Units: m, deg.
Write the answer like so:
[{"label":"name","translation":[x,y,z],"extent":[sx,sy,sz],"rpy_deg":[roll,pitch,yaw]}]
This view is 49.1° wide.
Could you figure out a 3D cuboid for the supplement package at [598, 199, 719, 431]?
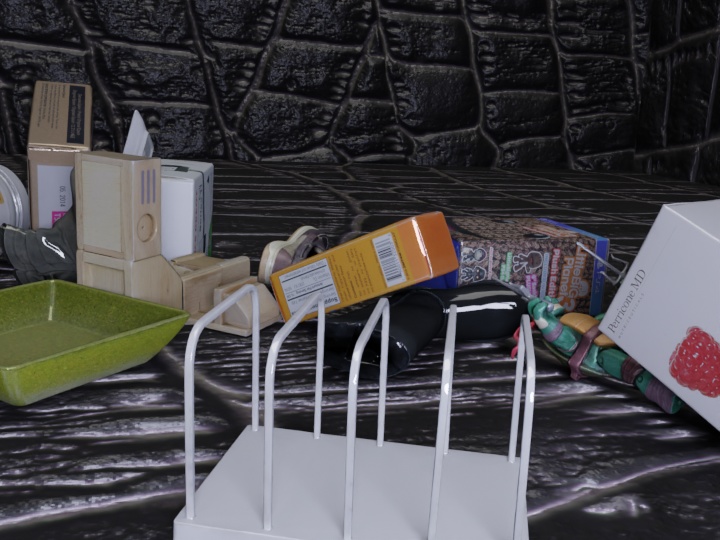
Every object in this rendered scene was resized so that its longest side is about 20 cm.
[{"label":"supplement package","translation":[0.304,0.049,0.583],"extent":[0.119,0.122,0.200],"rpy_deg":[-7,38,-37]}]

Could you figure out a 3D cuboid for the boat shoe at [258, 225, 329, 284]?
[{"label":"boat shoe","translation":[-0.074,-0.013,1.054],"extent":[0.064,0.073,0.200],"rpy_deg":[19,12,12]}]

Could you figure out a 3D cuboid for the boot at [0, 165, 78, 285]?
[{"label":"boot","translation":[-0.344,-0.039,0.885],"extent":[0.129,0.201,0.068],"rpy_deg":[3,48,-6]}]

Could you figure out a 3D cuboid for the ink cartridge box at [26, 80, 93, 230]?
[{"label":"ink cartridge box","translation":[-0.381,-0.113,1.008],"extent":[0.074,0.201,0.165],"rpy_deg":[0,40,-20]}]

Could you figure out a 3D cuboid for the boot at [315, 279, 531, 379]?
[{"label":"boot","translation":[0.069,0.053,0.765],"extent":[0.163,0.066,0.200],"rpy_deg":[-5,2,25]}]

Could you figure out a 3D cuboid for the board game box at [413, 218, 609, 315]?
[{"label":"board game box","translation":[0.184,-0.006,1.002],"extent":[0.198,0.098,0.159],"rpy_deg":[-1,13,-17]}]

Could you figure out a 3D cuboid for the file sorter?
[{"label":"file sorter","translation":[0.006,0.088,0.480],"extent":[0.198,0.126,0.139],"rpy_deg":[5,13,9]}]

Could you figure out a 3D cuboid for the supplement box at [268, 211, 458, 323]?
[{"label":"supplement box","translation":[0.000,0.000,0.837],"extent":[0.199,0.070,0.066],"rpy_deg":[-18,-1,34]}]

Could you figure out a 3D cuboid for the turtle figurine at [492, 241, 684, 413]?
[{"label":"turtle figurine","translation":[0.224,0.056,0.736],"extent":[0.149,0.102,0.199],"rpy_deg":[-26,43,-36]}]

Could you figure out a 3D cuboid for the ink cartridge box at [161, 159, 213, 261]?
[{"label":"ink cartridge box","translation":[-0.251,-0.066,1.060],"extent":[0.082,0.148,0.200],"rpy_deg":[4,13,-4]}]

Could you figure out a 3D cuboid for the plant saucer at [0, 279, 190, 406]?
[{"label":"plant saucer","translation":[-0.288,0.062,0.701],"extent":[0.198,0.048,0.199],"rpy_deg":[11,15,29]}]

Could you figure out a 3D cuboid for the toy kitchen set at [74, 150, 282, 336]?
[{"label":"toy kitchen set","translation":[-0.174,-0.034,0.854],"extent":[0.162,0.183,0.200],"rpy_deg":[10,16,26]}]

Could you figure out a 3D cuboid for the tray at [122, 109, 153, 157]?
[{"label":"tray","translation":[-0.303,-0.097,1.029],"extent":[0.022,0.202,0.107],"rpy_deg":[14,-10,-8]}]

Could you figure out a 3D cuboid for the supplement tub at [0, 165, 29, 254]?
[{"label":"supplement tub","translation":[-0.539,-0.069,1.005],"extent":[0.143,0.146,0.200],"rpy_deg":[7,13,18]}]
